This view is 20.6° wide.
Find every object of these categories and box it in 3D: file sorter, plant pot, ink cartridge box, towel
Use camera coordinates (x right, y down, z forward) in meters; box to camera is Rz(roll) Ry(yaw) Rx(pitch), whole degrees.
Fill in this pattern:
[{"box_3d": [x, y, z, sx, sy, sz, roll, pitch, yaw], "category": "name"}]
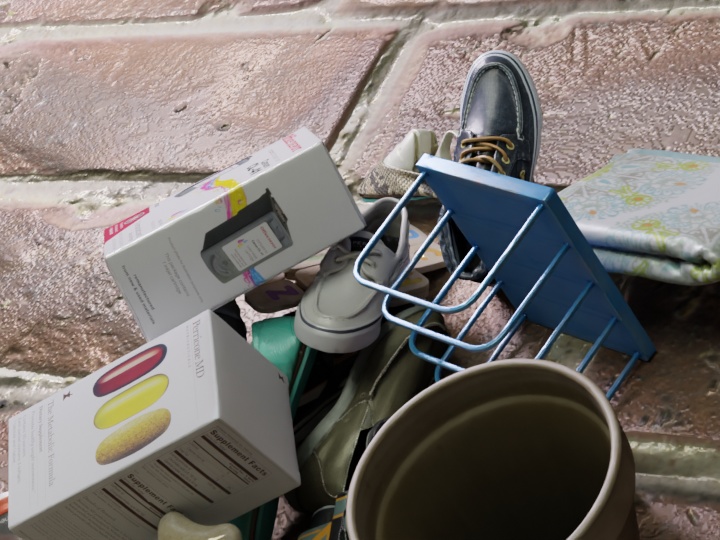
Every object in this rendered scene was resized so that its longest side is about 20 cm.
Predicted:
[{"box_3d": [0.107, 0.031, 1.522, 0.139, 0.200, 0.123, 20, 66, 46], "category": "file sorter"}, {"box_3d": [0.116, 0.190, 1.365, 0.199, 0.174, 0.200, -20, 40, 18], "category": "plant pot"}, {"box_3d": [-0.107, -0.033, 1.626, 0.200, 0.086, 0.148, -29, 12, -2], "category": "ink cartridge box"}, {"box_3d": [0.245, -0.042, 1.564, 0.200, 0.048, 0.171, 10, 30, 40], "category": "towel"}]

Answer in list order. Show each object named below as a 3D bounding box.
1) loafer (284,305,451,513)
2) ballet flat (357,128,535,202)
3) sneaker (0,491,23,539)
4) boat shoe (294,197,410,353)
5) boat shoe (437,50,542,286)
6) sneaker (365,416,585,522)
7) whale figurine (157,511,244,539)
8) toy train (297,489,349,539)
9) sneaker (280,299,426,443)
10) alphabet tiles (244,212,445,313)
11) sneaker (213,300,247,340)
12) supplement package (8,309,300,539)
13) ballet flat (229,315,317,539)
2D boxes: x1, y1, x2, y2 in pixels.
[{"box_3d": [0.020, 0.120, 1.598, 0.070, 0.075, 0.200, 23, 73, 40], "category": "loafer"}, {"box_3d": [0.077, -0.090, 1.764, 0.200, 0.076, 0.068, 12, 24, 42], "category": "ballet flat"}, {"box_3d": [-0.292, 0.261, 1.593, 0.077, 0.200, 0.082, 0, 49, -22], "category": "sneaker"}, {"box_3d": [0.000, 0.000, 1.615, 0.072, 0.066, 0.200, 15, 29, 16], "category": "boat shoe"}, {"box_3d": [0.107, -0.087, 1.649, 0.071, 0.091, 0.201, 0, 89, 20], "category": "boat shoe"}, {"box_3d": [0.099, 0.123, 1.473, 0.199, 0.096, 0.079, 5, 38, 17], "category": "sneaker"}, {"box_3d": [-0.129, 0.285, 1.467, 0.159, 0.104, 0.201, 5, 76, 34], "category": "whale figurine"}, {"box_3d": [-0.010, 0.248, 1.473, 0.114, 0.085, 0.200, -23, 39, 29], "category": "toy train"}, {"box_3d": [-0.030, 0.065, 1.678, 0.200, 0.080, 0.078, -44, 39, -15], "category": "sneaker"}, {"box_3d": [-0.029, -0.013, 1.731, 0.195, 0.015, 0.200, -14, 31, -26], "category": "alphabet tiles"}, {"box_3d": [-0.136, 0.032, 1.709, 0.200, 0.074, 0.088, 150, 135, -73], "category": "sneaker"}, {"box_3d": [-0.160, 0.138, 1.521, 0.200, 0.110, 0.114, -29, 44, 19], "category": "supplement package"}, {"box_3d": [-0.088, 0.132, 1.599, 0.070, 0.067, 0.201, 12, 81, 10], "category": "ballet flat"}]
